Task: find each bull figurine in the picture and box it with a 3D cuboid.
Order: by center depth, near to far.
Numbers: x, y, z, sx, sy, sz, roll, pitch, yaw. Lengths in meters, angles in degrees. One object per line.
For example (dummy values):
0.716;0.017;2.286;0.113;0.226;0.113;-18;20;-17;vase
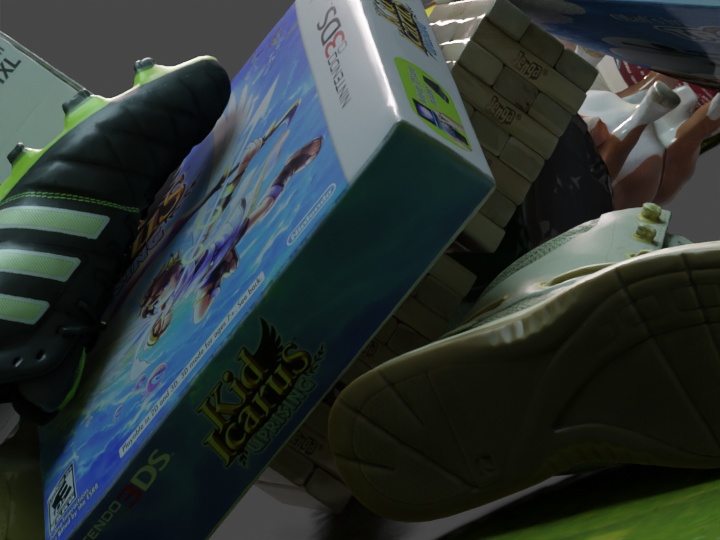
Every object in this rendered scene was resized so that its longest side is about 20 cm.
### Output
0.100;-0.051;1.301;0.121;0.065;0.200;-49;-12;32;bull figurine

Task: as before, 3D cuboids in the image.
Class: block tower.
0.013;-0.011;1.087;0.200;0.054;0.058;-60;22;-13;block tower

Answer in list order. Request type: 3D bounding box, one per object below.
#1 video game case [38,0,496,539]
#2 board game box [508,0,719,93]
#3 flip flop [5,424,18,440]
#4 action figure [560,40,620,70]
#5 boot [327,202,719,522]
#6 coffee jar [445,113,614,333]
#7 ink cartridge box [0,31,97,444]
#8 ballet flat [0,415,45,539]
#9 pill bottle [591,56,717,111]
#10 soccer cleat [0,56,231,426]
-0.042;-0.001;1.050;0.200;0.045;0.181;-51;20;15;video game case
0.162;-0.098;1.141;0.199;0.044;0.200;15;-4;-44;board game box
-0.184;0.058;1.408;0.200;0.081;0.058;-33;3;-28;flip flop
0.050;-0.106;1.394;0.199;0.070;0.130;-27;14;5;action figure
0.103;0.017;0.994;0.199;0.072;0.155;-17;8;26;boot
0.000;0.000;1.199;0.199;0.085;0.105;-18;53;28;coffee jar
-0.169;0.016;1.181;0.146;0.083;0.200;-54;-4;-26;ink cartridge box
-0.110;0.083;1.145;0.069;0.070;0.200;-20;12;9;ballet flat
0.185;-0.131;1.498;0.109;0.110;0.200;-29;12;-37;pill bottle
-0.113;0.003;1.054;0.200;0.081;0.068;-41;-5;-15;soccer cleat
